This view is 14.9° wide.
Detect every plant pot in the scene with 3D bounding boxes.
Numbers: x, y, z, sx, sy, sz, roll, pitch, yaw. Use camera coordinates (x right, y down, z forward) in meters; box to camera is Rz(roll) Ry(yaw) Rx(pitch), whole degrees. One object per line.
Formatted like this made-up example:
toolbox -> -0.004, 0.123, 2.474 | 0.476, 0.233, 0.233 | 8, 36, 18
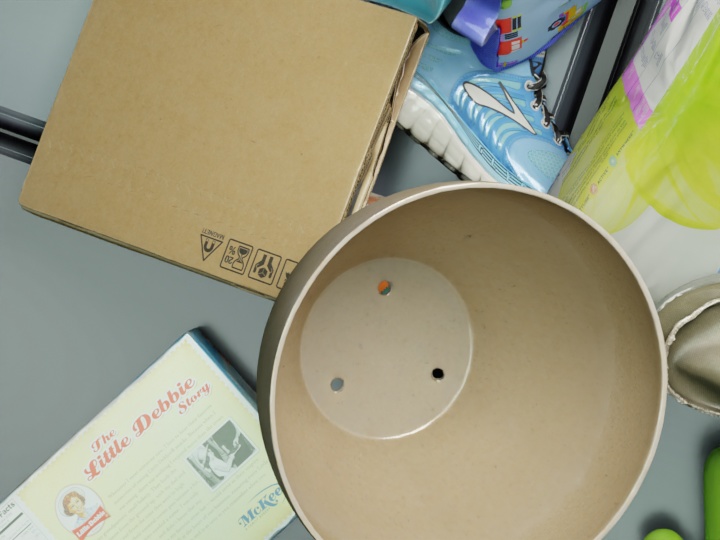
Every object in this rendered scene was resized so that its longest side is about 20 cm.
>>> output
plant pot -> 0.033, 0.050, 1.353 | 0.199, 0.134, 0.201 | -3, 98, -18

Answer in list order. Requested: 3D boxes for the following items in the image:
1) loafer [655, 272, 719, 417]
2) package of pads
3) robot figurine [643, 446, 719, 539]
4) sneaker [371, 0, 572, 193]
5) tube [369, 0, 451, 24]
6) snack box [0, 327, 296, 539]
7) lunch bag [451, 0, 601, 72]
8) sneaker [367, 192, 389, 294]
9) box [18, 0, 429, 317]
loafer -> 0.237, 0.047, 1.356 | 0.199, 0.070, 0.076 | 5, 107, -2
package of pads -> 0.195, -0.059, 1.370 | 0.154, 0.068, 0.200 | 17, 127, -17
robot figurine -> 0.239, 0.157, 1.441 | 0.175, 0.116, 0.201 | -3, 92, -6
sneaker -> 0.080, -0.085, 1.466 | 0.200, 0.078, 0.090 | 39, 92, 2
tube -> 0.072, -0.220, 1.459 | 0.050, 0.077, 0.200 | 36, 85, -31
snack box -> -0.127, 0.140, 1.513 | 0.200, 0.037, 0.116 | -42, 89, 6
lunch bag -> 0.118, -0.187, 1.390 | 0.094, 0.151, 0.200 | 37, 77, 11
sneaker -> 0.000, 0.000, 1.479 | 0.199, 0.071, 0.080 | 17, 99, 10
box -> -0.075, -0.081, 1.459 | 0.199, 0.021, 0.164 | 19, 87, 30
